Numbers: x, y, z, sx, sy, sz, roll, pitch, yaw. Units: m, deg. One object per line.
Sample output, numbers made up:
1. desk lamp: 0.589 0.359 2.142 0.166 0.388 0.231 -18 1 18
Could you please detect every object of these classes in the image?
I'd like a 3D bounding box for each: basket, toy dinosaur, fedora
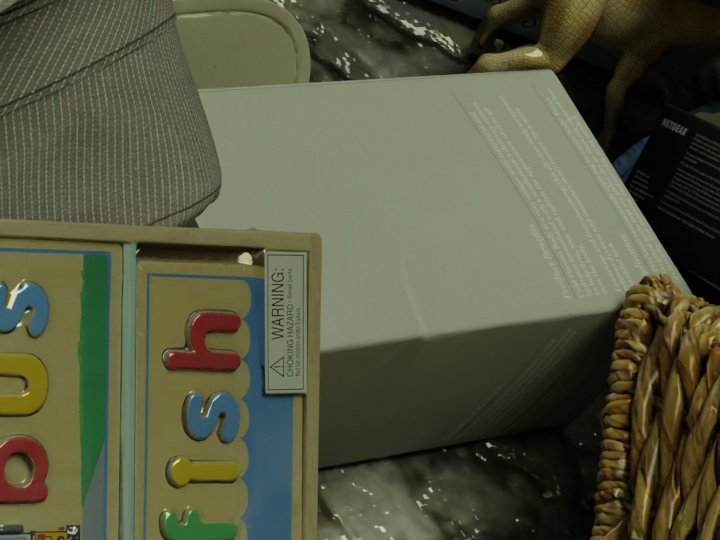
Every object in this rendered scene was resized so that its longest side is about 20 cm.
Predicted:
1. basket: 0.162 0.114 0.974 0.200 0.143 0.149 24 6 -36
2. toy dinosaur: 0.079 -0.102 1.120 0.200 0.101 0.058 20 37 -32
3. fedora: -0.111 -0.030 0.850 0.177 0.200 0.090 -85 150 -81

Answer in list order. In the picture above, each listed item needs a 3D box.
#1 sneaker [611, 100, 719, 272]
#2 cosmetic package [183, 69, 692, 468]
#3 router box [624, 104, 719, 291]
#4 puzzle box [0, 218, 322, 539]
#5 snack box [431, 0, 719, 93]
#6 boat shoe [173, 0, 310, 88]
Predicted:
1. sneaker: 0.178 -0.010 1.140 0.200 0.075 0.088 3 52 -37
2. cosmetic package: 0.000 0.000 0.975 0.200 0.090 0.107 -6 58 -40
3. router box: 0.193 0.016 1.013 0.157 0.052 0.200 26 5 -23
4. puzzle box: -0.070 0.086 0.792 0.133 0.025 0.201 1 88 -38
5. snack box: 0.065 -0.185 1.219 0.168 0.068 0.200 20 44 -25
6. boat shoe: -0.116 -0.073 0.985 0.200 0.073 0.063 3 9 -32
